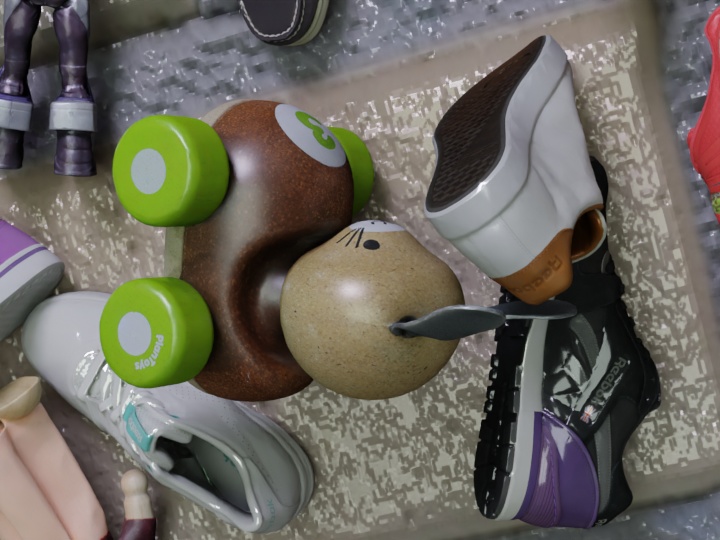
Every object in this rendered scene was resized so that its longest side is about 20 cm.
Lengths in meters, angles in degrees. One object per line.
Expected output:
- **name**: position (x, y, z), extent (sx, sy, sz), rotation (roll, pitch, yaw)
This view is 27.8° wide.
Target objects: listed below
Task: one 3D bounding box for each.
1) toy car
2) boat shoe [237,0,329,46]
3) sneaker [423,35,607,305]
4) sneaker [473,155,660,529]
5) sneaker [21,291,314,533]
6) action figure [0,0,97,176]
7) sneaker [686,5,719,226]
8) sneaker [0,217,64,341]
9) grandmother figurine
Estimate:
- **toy car**: position (0.000, 0.000, 0.728), extent (0.200, 0.164, 0.158), rotation (10, 98, 32)
- **boat shoe**: position (-0.063, -0.218, 0.787), extent (0.072, 0.065, 0.201), rotation (5, 110, 30)
- **sneaker**: position (0.083, -0.048, 0.731), extent (0.073, 0.200, 0.085), rotation (-33, 108, 30)
- **sneaker**: position (0.122, 0.040, 0.790), extent (0.087, 0.076, 0.201), rotation (9, 94, -11)
- **sneaker**: position (-0.118, 0.080, 0.830), extent (0.200, 0.088, 0.075), rotation (33, 103, 9)
- **action figure**: position (-0.178, -0.156, 0.825), extent (0.130, 0.069, 0.201), rotation (8, 107, -5)
- **sneaker**: position (0.209, -0.045, 0.756), extent (0.085, 0.077, 0.201), rotation (25, 122, 52)
- **sneaker**: position (-0.265, 0.014, 0.807), extent (0.114, 0.200, 0.073), rotation (38, 119, 3)
- **grandmother figurine**: position (-0.170, 0.165, 0.842), extent (0.121, 0.061, 0.200), rotation (-30, 106, 2)
